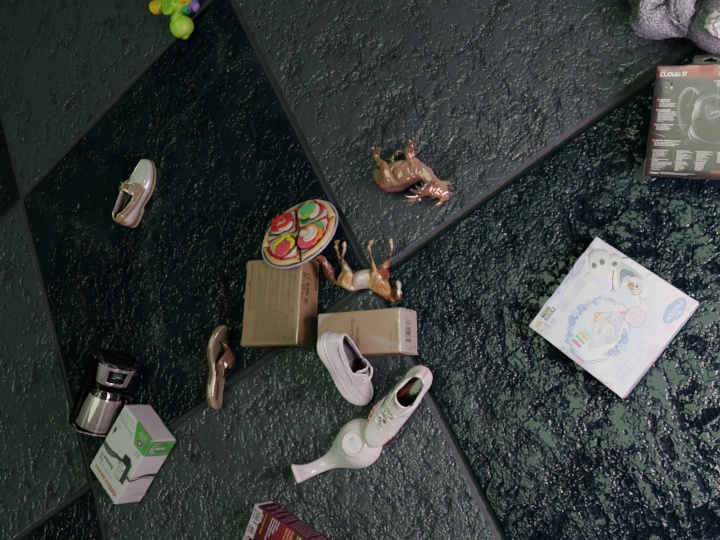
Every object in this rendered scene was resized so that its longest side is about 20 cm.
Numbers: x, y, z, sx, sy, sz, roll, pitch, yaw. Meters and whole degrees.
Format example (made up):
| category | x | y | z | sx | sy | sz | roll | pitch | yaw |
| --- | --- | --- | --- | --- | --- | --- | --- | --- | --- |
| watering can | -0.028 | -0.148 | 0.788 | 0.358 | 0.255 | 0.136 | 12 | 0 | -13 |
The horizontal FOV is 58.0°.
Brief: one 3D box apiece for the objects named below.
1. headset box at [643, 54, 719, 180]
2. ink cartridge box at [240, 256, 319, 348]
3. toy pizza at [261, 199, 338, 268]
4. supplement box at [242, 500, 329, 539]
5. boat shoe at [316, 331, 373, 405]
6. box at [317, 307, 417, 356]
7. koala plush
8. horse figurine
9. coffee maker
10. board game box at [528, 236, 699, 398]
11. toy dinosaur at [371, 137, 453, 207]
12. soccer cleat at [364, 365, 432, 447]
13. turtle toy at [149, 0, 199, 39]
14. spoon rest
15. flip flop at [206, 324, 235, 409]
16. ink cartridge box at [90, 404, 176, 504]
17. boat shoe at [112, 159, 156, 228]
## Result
| category | x | y | z | sx | sy | sz | roll | pitch | yaw |
| --- | --- | --- | --- | --- | --- | --- | --- | --- | --- |
| headset box | 0.560 | -0.251 | 1.065 | 0.148 | 0.077 | 0.201 | 9 | 100 | 32 |
| ink cartridge box | -0.182 | 0.076 | 1.481 | 0.164 | 0.075 | 0.201 | -4 | 78 | 32 |
| toy pizza | -0.143 | -0.090 | 1.467 | 0.199 | 0.032 | 0.201 | -18 | 45 | 19 |
| supplement box | -0.153 | 0.586 | 1.369 | 0.199 | 0.061 | 0.109 | 20 | 90 | 32 |
| boat shoe | -0.013 | 0.196 | 1.297 | 0.068 | 0.201 | 0.072 | -7 | 33 | 33 |
| box | 0.012 | 0.132 | 1.349 | 0.199 | 0.078 | 0.095 | -8 | 76 | 30 |
| koala plush | 0.576 | -0.426 | 1.075 | 0.184 | 0.177 | 0.200 | -49 | 60 | 27 |
| horse figurine | 0.000 | 0.000 | 1.392 | 0.199 | 0.050 | 0.133 | -1 | 100 | 23 |
| coffee maker | -0.685 | 0.310 | 1.707 | 0.191 | 0.135 | 0.201 | 20 | 90 | 33 |
| board game box | 0.433 | 0.079 | 1.124 | 0.199 | 0.043 | 0.200 | 41 | 102 | 31 |
| toy dinosaur | 0.087 | -0.195 | 1.372 | 0.199 | 0.086 | 0.136 | -4 | 85 | 36 |
| soccer cleat | 0.069 | 0.270 | 1.276 | 0.069 | 0.085 | 0.200 | 40 | 100 | 8 |
| turtle toy | -0.513 | -0.757 | 1.836 | 0.145 | 0.101 | 0.201 | -4 | 78 | 31 |
| spoon rest | -0.045 | 0.381 | 1.356 | 0.199 | 0.061 | 0.100 | -28 | 68 | 9 |
| flip flop | -0.327 | 0.230 | 1.543 | 0.057 | 0.081 | 0.201 | 0 | 81 | 14 |
| ink cartridge box | -0.575 | 0.462 | 1.638 | 0.146 | 0.083 | 0.201 | 37 | 101 | 32 |
| boat shoe | -0.634 | -0.221 | 1.821 | 0.074 | 0.068 | 0.201 | 15 | 88 | 32 |
